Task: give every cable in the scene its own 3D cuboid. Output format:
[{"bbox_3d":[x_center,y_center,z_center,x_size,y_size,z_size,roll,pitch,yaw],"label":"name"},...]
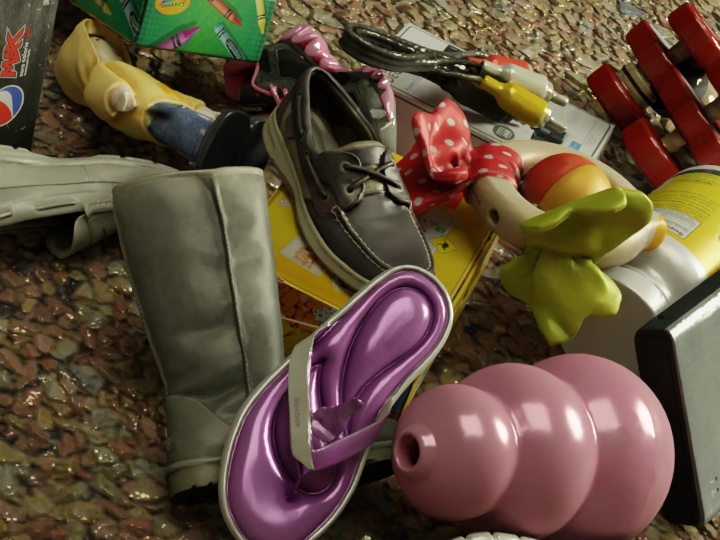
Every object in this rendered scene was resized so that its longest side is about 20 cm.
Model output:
[{"bbox_3d":[0.072,-0.165,1.262,0.199,0.050,0.097,23,31,-29],"label":"cable"}]

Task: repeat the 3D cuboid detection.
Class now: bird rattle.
[{"bbox_3d":[0.119,-0.043,1.117,0.162,0.113,0.200,-10,34,-41],"label":"bird rattle"}]

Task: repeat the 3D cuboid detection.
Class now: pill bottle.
[{"bbox_3d":[0.227,0.006,1.205,0.112,0.113,0.200,35,40,18],"label":"pill bottle"}]

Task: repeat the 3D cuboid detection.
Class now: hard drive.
[{"bbox_3d":[0.262,0.070,1.133,0.033,0.141,0.200,0,20,41],"label":"hard drive"}]

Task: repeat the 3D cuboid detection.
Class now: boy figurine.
[{"bbox_3d":[-0.151,-0.125,1.212,0.200,0.065,0.124,34,15,35],"label":"boy figurine"}]

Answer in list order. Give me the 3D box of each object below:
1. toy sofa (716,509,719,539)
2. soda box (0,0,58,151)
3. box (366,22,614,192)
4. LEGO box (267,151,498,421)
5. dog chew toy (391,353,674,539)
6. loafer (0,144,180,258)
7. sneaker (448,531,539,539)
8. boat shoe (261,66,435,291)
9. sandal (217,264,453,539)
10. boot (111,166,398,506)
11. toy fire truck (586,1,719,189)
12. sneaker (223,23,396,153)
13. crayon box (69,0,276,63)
[{"bbox_3d":[0.328,0.183,1.075,0.199,0.098,0.083,-8,21,-32],"label":"toy sofa"},{"bbox_3d":[-0.255,-0.157,1.102,0.063,0.201,0.071,38,40,25],"label":"soda box"},{"bbox_3d":[0.096,-0.116,1.336,0.199,0.060,0.117,28,37,10],"label":"box"},{"bbox_3d":[0.000,0.000,1.132,0.148,0.078,0.200,26,37,7],"label":"LEGO box"},{"bbox_3d":[0.098,0.111,0.983,0.199,0.125,0.125,6,37,-42],"label":"dog chew toy"},{"bbox_3d":[-0.198,-0.042,1.111,0.199,0.070,0.070,2,77,-30],"label":"loafer"},{"bbox_3d":[0.106,0.202,0.939,0.198,0.074,0.080,3,42,-22],"label":"sneaker"},{"bbox_3d":[-0.006,-0.060,1.083,0.071,0.065,0.201,-2,43,-30],"label":"boat shoe"},{"bbox_3d":[-0.014,0.071,0.938,0.082,0.050,0.203,35,65,-2],"label":"sandal"},{"bbox_3d":[-0.056,0.036,1.004,0.180,0.073,0.201,0,66,-26],"label":"boot"},{"bbox_3d":[0.296,-0.122,1.402,0.168,0.112,0.201,40,20,-39],"label":"toy fire truck"},{"bbox_3d":[-0.043,-0.129,1.265,0.095,0.080,0.200,-13,29,-26],"label":"sneaker"},{"bbox_3d":[-0.172,-0.231,1.296,0.118,0.059,0.200,2,24,-40],"label":"crayon box"}]
